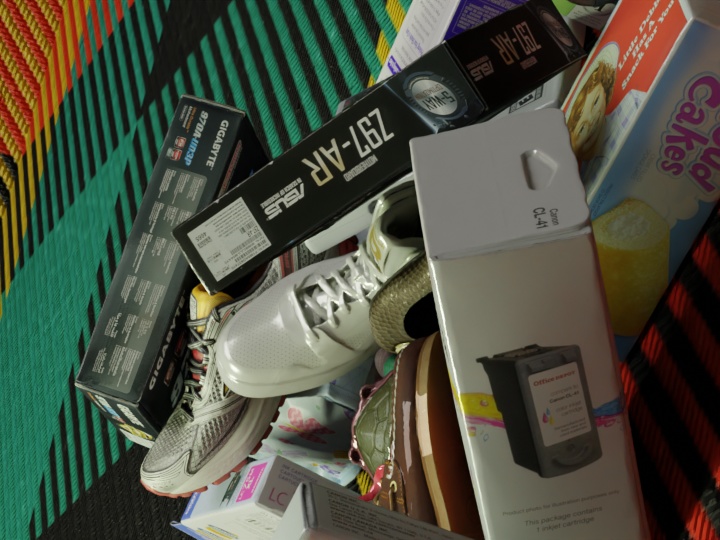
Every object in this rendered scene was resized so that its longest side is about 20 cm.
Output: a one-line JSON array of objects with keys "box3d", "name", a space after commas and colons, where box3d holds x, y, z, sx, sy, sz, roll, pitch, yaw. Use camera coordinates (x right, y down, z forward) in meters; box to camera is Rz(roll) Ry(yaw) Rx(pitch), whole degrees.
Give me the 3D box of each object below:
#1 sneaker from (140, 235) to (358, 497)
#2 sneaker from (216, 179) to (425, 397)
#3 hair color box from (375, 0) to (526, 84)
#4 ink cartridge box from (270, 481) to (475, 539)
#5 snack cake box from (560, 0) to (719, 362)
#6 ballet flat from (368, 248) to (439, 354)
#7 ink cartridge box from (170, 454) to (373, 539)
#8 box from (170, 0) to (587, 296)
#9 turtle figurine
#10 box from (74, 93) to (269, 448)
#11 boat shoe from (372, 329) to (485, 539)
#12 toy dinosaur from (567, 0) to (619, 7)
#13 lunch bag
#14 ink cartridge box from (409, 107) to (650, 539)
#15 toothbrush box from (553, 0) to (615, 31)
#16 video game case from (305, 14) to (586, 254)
[{"box3d": [-0.084, 0.046, 1.803, 0.201, 0.082, 0.078, -61, 30, 0], "name": "sneaker"}, {"box3d": [0.000, 0.000, 1.705, 0.116, 0.199, 0.074, 72, 172, -66], "name": "sneaker"}, {"box3d": [0.057, -0.132, 2.001, 0.201, 0.065, 0.109, -64, 17, 13], "name": "hair color box"}, {"box3d": [0.025, 0.210, 1.411, 0.174, 0.199, 0.044, -62, 19, 24], "name": "ink cartridge box"}, {"box3d": [0.152, -0.067, 1.584, 0.115, 0.067, 0.201, -96, 30, -61], "name": "snack cake box"}, {"box3d": [0.055, 0.007, 1.615, 0.047, 0.067, 0.200, 65, 153, 18], "name": "ballet flat"}, {"box3d": [-0.039, 0.164, 1.843, 0.042, 0.119, 0.200, -67, 14, -18], "name": "ink cartridge box"}, {"box3d": [0.011, -0.070, 1.593, 0.200, 0.044, 0.160, -33, -1, 27], "name": "box"}, {"box3d": [0.043, 0.095, 1.708, 0.200, 0.100, 0.150, -143, 73, -79], "name": "turtle figurine"}, {"box3d": [-0.114, 0.006, 1.869, 0.159, 0.046, 0.201, 67, -139, -73], "name": "box"}, {"box3d": [0.038, 0.134, 1.587, 0.070, 0.070, 0.201, -19, 68, 35], "name": "boat shoe"}, {"box3d": [0.173, -0.170, 1.633, 0.105, 0.199, 0.182, -60, -34, -39], "name": "toy dinosaur"}, {"box3d": [-0.018, 0.031, 1.912, 0.200, 0.127, 0.170, 137, 150, -70], "name": "lunch bag"}, {"box3d": [0.085, 0.041, 1.467, 0.148, 0.085, 0.201, -97, -6, -63], "name": "ink cartridge box"}, {"box3d": [0.135, -0.248, 1.726, 0.200, 0.145, 0.086, 130, 156, -53], "name": "toothbrush box"}, {"box3d": [0.055, -0.097, 1.803, 0.181, 0.023, 0.200, -26, 20, 19], "name": "video game case"}]
